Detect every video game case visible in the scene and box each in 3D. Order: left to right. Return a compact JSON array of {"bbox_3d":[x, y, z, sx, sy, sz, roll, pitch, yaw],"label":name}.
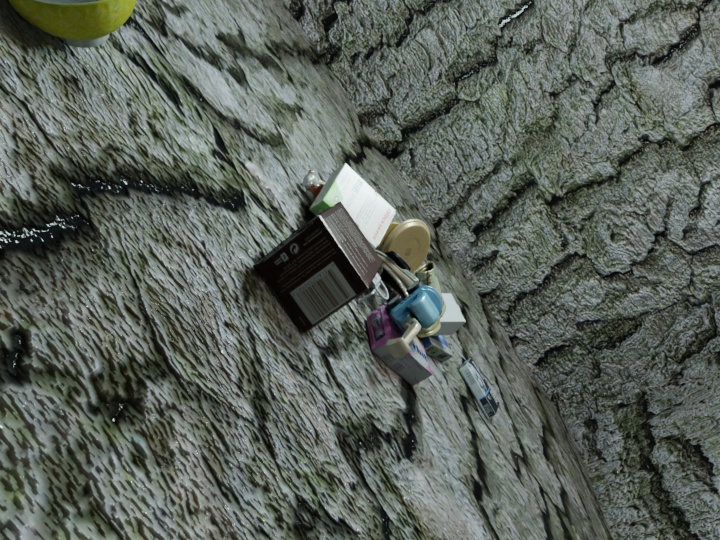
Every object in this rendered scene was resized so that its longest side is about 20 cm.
[{"bbox_3d":[0.214,0.185,1.759,0.181,0.045,0.202,35,27,-54],"label":"video game case"}]

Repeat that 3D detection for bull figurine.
[{"bbox_3d":[-0.086,-0.198,1.528,0.120,0.065,0.203,-31,97,-32],"label":"bull figurine"}]

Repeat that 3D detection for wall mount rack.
[{"bbox_3d":[0.000,0.000,1.449,0.202,0.074,0.174,56,19,-5],"label":"wall mount rack"}]

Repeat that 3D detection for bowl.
[{"bbox_3d":[-0.442,-0.418,0.836,0.108,0.196,0.203,110,-38,-54],"label":"bowl"}]

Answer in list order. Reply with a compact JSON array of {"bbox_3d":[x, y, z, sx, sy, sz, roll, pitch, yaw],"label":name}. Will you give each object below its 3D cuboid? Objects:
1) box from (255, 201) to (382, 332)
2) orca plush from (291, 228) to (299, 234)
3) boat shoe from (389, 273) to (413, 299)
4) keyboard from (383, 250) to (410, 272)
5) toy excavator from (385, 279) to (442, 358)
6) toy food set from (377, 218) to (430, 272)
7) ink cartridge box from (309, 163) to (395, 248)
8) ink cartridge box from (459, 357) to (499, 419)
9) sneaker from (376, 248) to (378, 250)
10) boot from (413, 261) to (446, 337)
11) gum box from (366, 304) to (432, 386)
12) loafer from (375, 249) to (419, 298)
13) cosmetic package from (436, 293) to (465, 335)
[{"bbox_3d":[-0.075,-0.014,1.079,0.165,0.165,0.200,53,16,-6],"label":"box"},{"bbox_3d":[-0.076,-0.027,1.270,0.202,0.070,0.105,56,16,-5],"label":"orca plush"},{"bbox_3d":[0.170,0.053,1.676,0.198,0.076,0.072,-27,69,-39],"label":"boat shoe"},{"bbox_3d":[0.087,0.005,1.548,0.128,0.021,0.199,53,-25,-11],"label":"keyboard"},{"bbox_3d":[0.124,0.116,1.271,0.101,0.193,0.200,54,-9,-8],"label":"toy excavator"},{"bbox_3d":[0.130,-0.064,1.631,0.049,0.197,0.201,38,-43,44],"label":"toy food set"},{"bbox_3d":[-0.019,-0.165,1.475,0.199,0.084,0.147,40,60,-19],"label":"ink cartridge box"},{"bbox_3d":[0.439,0.423,1.976,0.200,0.043,0.200,59,15,8],"label":"ink cartridge box"},{"bbox_3d":[0.063,-0.021,1.697,0.106,0.074,0.203,-22,88,-53],"label":"sneaker"},{"bbox_3d":[0.183,0.079,1.498,0.200,0.071,0.157,-51,130,-56],"label":"boot"},{"bbox_3d":[0.094,0.190,1.366,0.200,0.066,0.115,45,21,-36],"label":"gum box"},{"bbox_3d":[0.075,0.010,1.475,0.199,0.063,0.073,34,-29,27],"label":"loafer"},{"bbox_3d":[0.214,0.135,1.652,0.197,0.081,0.114,6,48,-36],"label":"cosmetic package"}]
